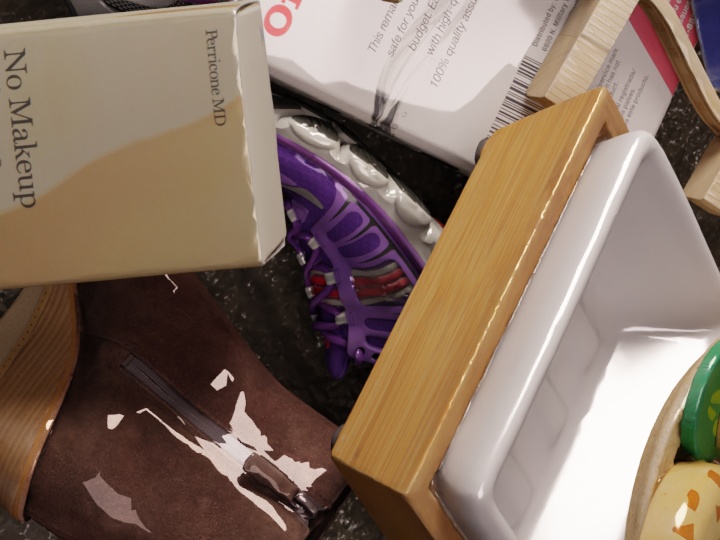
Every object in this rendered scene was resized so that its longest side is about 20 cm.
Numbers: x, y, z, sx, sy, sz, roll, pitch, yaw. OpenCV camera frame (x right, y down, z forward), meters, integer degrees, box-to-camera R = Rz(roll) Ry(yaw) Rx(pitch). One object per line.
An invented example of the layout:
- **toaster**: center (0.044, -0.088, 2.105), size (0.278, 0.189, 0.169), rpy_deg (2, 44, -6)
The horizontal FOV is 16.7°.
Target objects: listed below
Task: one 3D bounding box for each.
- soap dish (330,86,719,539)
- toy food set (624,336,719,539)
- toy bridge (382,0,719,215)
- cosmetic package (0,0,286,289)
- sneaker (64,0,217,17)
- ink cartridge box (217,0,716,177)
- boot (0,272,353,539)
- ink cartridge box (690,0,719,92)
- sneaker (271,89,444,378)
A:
- **soap dish**: center (0.074, 0.049, 1.015), size (0.201, 0.081, 0.158), rpy_deg (-62, 142, -26)
- **toy food set**: center (0.178, 0.111, 1.051), size (0.200, 0.048, 0.199), rpy_deg (44, 62, -42)
- **toy bridge**: center (0.096, -0.098, 1.039), size (0.199, 0.027, 0.068), rpy_deg (31, 88, -18)
- **cosmetic package**: center (-0.134, -0.046, 0.969), size (0.198, 0.071, 0.106), rpy_deg (-6, 98, 7)
- **sneaker**: center (-0.124, -0.177, 1.035), size (0.077, 0.140, 0.201), rpy_deg (5, 55, -50)
- **ink cartridge box**: center (0.043, -0.124, 1.079), size (0.199, 0.084, 0.146), rpy_deg (25, 91, -17)
- **boot**: center (-0.066, 0.041, 1.025), size (0.166, 0.073, 0.200), rpy_deg (27, 56, 11)
- **ink cartridge box**: center (0.217, -0.199, 1.054), size (0.198, 0.041, 0.201), rpy_deg (-21, 104, -14)
- **sneaker**: center (0.000, 0.000, 1.088), size (0.083, 0.081, 0.200), rpy_deg (-43, 109, 1)
